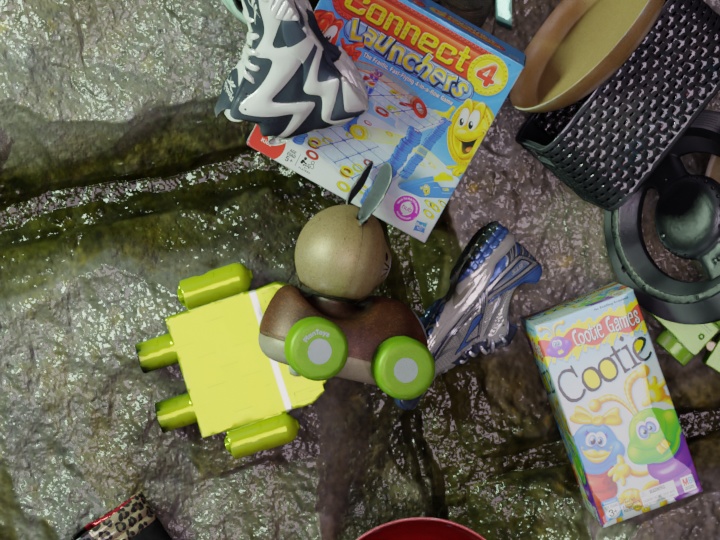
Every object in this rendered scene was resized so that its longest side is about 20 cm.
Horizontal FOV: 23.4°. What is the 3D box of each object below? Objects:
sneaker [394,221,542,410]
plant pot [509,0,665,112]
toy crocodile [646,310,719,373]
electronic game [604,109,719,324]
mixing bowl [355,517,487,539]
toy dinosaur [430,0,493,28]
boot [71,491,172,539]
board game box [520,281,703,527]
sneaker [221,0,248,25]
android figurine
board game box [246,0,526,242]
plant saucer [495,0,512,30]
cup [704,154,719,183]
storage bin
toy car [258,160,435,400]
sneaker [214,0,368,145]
[{"bbox_3d":[0.106,0.057,1.665,0.085,0.077,0.201,33,93,-8],"label":"sneaker"},{"bbox_3d":[0.215,-0.219,1.593,0.027,0.200,0.200,39,92,-17],"label":"plant pot"},{"bbox_3d":[0.349,0.078,1.682,0.200,0.062,0.068,39,92,2],"label":"toy crocodile"},{"bbox_3d":[0.313,-0.050,1.626,0.199,0.041,0.202,-4,84,43],"label":"electronic game"},{"bbox_3d":[0.056,0.325,1.660,0.198,0.108,0.202,0,94,-1],"label":"mixing bowl"},{"bbox_3d":[0.084,-0.281,1.644,0.102,0.077,0.202,-17,89,13],"label":"toy dinosaur"},{"bbox_3d":[-0.242,0.324,1.670,0.199,0.073,0.151,-35,94,-3],"label":"boot"},{"bbox_3d":[0.237,0.125,1.655,0.104,0.103,0.201,-20,94,0],"label":"board game box"},{"bbox_3d":[-0.125,-0.300,1.616,0.074,0.118,0.201,-42,92,3],"label":"sneaker"},{"bbox_3d":[-0.111,0.085,1.678,0.198,0.041,0.184,-16,93,1],"label":"android figurine"},{"bbox_3d":[0.024,-0.161,1.631,0.199,0.056,0.197,28,110,-2],"label":"board game box"},{"bbox_3d":[0.135,-0.331,1.645,0.019,0.070,0.202,-2,93,6],"label":"plant saucer"},{"bbox_3d":[0.439,-0.059,1.620,0.142,0.200,0.202,2,94,-33],"label":"cup"},{"bbox_3d":[0.251,-0.165,1.616,0.094,0.135,0.200,38,92,-13],"label":"storage bin"},{"bbox_3d":[0.000,0.000,1.579,0.157,0.164,0.202,13,91,-14],"label":"toy car"},{"bbox_3d":[-0.094,-0.193,1.553,0.129,0.080,0.199,-28,127,15],"label":"sneaker"}]
